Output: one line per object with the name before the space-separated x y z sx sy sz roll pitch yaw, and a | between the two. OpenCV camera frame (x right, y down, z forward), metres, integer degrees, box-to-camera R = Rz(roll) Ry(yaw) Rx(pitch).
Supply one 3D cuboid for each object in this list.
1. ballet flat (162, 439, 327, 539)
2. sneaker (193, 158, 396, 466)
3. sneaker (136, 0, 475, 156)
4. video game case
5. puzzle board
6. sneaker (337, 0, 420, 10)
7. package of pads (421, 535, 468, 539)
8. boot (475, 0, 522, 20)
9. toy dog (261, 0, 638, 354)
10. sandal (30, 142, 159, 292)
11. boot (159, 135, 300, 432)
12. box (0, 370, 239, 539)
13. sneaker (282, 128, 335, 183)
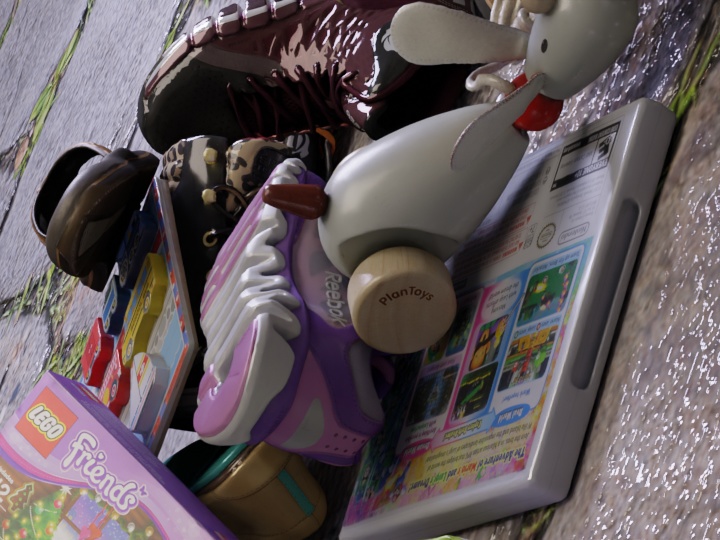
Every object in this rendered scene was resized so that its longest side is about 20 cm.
ballet flat | -0.068 0.123 1.542 0.069 0.063 0.200 -46 7 -17
sneaker | -0.025 0.026 1.422 0.081 0.088 0.201 -59 16 30
sneaker | -0.025 -0.095 1.589 0.199 0.076 0.116 -28 39 10
video game case | 0.063 0.029 1.349 0.200 0.024 0.183 -26 43 63
puzzle board | -0.128 0.073 1.560 0.151 0.017 0.201 -105 31 -54
sneaker | 0.077 -0.166 1.304 0.199 0.075 0.090 -32 39 -6
package of pads | 0.004 0.187 1.235 0.200 0.068 0.155 -21 48 66
boot | 0.103 -0.224 1.424 0.138 0.077 0.201 132 146 -64
toy dog | 0.030 -0.065 1.353 0.201 0.096 0.132 -62 30 10
sandal | -0.148 -0.032 1.586 0.200 0.054 0.082 -34 -30 -85
boot | -0.061 0.007 1.551 0.200 0.073 0.152 -12 69 64
box | -0.123 0.163 1.449 0.200 0.039 0.137 42 97 29
sneaker | -0.022 -0.110 1.720 0.200 0.077 0.113 121 161 -56
